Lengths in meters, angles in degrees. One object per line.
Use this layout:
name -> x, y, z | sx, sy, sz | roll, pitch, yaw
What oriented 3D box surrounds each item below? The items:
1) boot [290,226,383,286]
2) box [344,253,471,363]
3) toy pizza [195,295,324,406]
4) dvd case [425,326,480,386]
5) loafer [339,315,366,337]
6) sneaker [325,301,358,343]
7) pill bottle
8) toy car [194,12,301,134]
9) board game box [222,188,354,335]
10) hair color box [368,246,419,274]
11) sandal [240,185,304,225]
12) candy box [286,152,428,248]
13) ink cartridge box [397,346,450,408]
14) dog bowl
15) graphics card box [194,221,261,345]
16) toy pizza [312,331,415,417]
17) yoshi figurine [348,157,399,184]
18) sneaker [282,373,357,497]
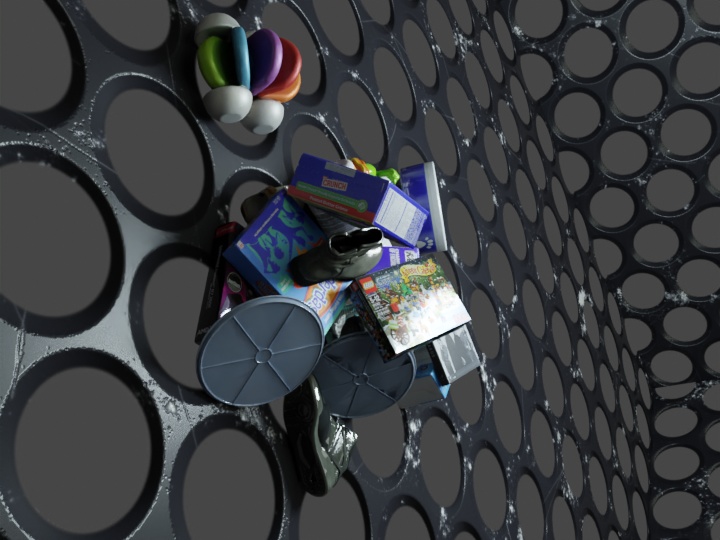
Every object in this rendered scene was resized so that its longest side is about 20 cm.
boot -> -0.004, -0.030, 1.104 | 0.198, 0.130, 0.069 | -19, 84, -45
box -> 0.082, 0.058, 1.188 | 0.198, 0.038, 0.139 | -18, 73, -43
toy pizza -> -0.146, 0.116, 1.045 | 0.200, 0.200, 0.032 | 40, 8, -42
dvd case -> 0.172, 0.121, 1.465 | 0.149, 0.024, 0.204 | -13, 79, -54
loafer -> 0.005, 0.168, 1.297 | 0.070, 0.067, 0.205 | -29, 126, -39
sneaker -> 0.000, 0.087, 1.352 | 0.199, 0.090, 0.079 | -31, 102, -58
pill bottle -> -0.021, -0.101, 1.375 | 0.202, 0.114, 0.117 | 59, 35, -24
toy car -> -0.178, -0.340, 1.196 | 0.198, 0.147, 0.180 | 7, 71, -56
board game box -> -0.102, -0.006, 1.128 | 0.201, 0.045, 0.153 | 48, 47, -16
hair color box -> 0.000, 0.000, 1.290 | 0.195, 0.109, 0.066 | 1, 71, -23
sandal -> -0.141, -0.112, 1.217 | 0.082, 0.054, 0.200 | 48, 29, 1
candy box -> 0.001, -0.112, 1.177 | 0.199, 0.166, 0.079 | 24, 88, -64
ink cartridge box -> 0.144, 0.190, 1.511 | 0.069, 0.114, 0.201 | 57, 36, -20
dog bowl -> 0.145, -0.141, 1.625 | 0.200, 0.077, 0.206 | -9, 90, -83
graphics card box -> -0.185, 0.041, 1.115 | 0.125, 0.050, 0.204 | 39, 47, -44
toy pizza -> -0.002, 0.175, 1.218 | 0.201, 0.198, 0.032 | 47, 17, -36
yoshi figurine -> 0.034, -0.165, 1.514 | 0.199, 0.110, 0.115 | 8, 86, -59
sneaker -> -0.066, 0.259, 1.190 | 0.114, 0.075, 0.204 | -21, 98, -60
